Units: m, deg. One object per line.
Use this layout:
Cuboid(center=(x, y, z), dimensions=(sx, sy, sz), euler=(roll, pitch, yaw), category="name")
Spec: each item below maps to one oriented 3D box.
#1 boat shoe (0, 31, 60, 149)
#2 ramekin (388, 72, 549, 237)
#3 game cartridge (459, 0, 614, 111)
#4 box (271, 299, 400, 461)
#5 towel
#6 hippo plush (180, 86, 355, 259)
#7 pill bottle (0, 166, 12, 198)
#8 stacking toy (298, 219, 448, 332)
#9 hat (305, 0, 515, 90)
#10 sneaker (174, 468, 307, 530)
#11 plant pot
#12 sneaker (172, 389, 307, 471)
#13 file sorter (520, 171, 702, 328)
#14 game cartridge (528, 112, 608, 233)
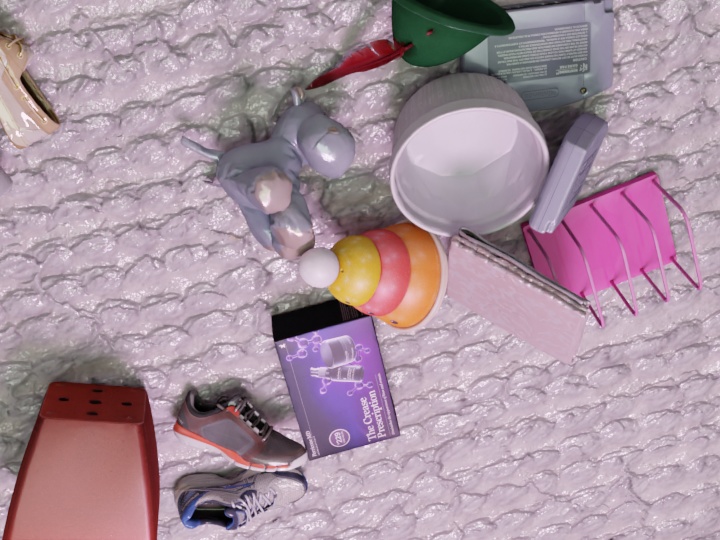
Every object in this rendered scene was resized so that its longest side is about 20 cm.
Cuboid(center=(-0.415, -0.243, 1.260), dimensions=(0.068, 0.074, 0.202), euler=(-20, 126, -1), category="boat shoe")
Cuboid(center=(0.131, -0.150, 1.338), dimensions=(0.196, 0.106, 0.202), euler=(-2, 134, -2), category="ramekin")
Cuboid(center=(0.222, -0.271, 1.358), dimensions=(0.196, 0.042, 0.135), euler=(-7, 120, -5), category="game cartridge")
Cuboid(center=(-0.033, 0.148, 1.495), dimensions=(0.139, 0.079, 0.203), euler=(-14, 117, 1), category="box")
Cuboid(center=(0.201, 0.036, 1.391), dimensions=(0.198, 0.192, 0.032), euler=(31, 71, 16), category="towel")
Cuboid(center=(-0.085, -0.123, 1.338), dimensions=(0.161, 0.199, 0.160), euler=(-43, 137, -16), category="hippo plush")
Cuboid(center=(-0.508, -0.154, 1.262), dimensions=(0.110, 0.112, 0.201), euler=(-33, 116, 8), category="pill bottle")
Cuboid(center=(0.000, 0.000, 1.358), dimensions=(0.198, 0.146, 0.148), euler=(6, 117, -40), category="stacking toy")
Cuboid(center=(0.070, -0.249, 1.291), dimensions=(0.164, 0.200, 0.178), euler=(-4, 127, -36), category="hat")
Cuboid(center=(-0.171, 0.340, 1.559), dimensions=(0.196, 0.085, 0.078), euler=(-9, 117, -5), category="sneaker")
Cuboid(center=(-0.362, 0.259, 1.442), dimensions=(0.196, 0.200, 0.179), euler=(6, 103, -11), category="plant pot")
Cuboid(center=(-0.165, 0.218, 1.487), dimensions=(0.197, 0.077, 0.083), euler=(15, 102, 7), category="sneaker")
Cuboid(center=(0.341, -0.015, 1.445), dimensions=(0.197, 0.126, 0.141), euler=(-21, 117, 2), category="file sorter")
Cuboid(center=(0.267, -0.130, 1.350), dimensions=(0.040, 0.200, 0.135), euler=(28, 112, 11), category="game cartridge")
